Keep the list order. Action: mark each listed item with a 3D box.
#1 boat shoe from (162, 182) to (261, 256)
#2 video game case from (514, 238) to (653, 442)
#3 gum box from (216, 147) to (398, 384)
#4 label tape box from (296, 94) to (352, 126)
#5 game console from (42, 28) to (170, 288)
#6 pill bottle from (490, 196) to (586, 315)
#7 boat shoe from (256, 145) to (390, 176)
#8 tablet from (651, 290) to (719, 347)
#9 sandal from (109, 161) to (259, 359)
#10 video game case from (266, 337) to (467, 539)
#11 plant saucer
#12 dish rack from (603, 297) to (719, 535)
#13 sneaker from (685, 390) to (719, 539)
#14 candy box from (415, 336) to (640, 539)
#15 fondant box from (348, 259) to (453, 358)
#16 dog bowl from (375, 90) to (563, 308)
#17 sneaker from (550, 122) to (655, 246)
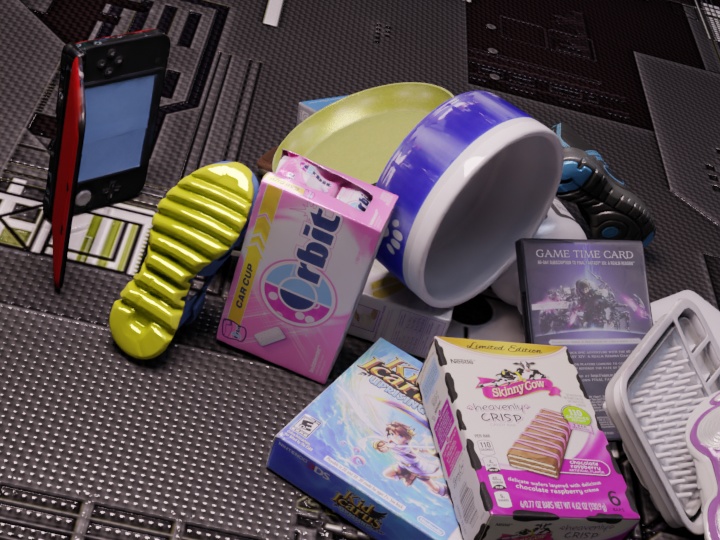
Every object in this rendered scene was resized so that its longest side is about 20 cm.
[{"bbox_3d":[-0.113,-0.058,1.204,0.199,0.066,0.075,3,38,34],"label":"boat shoe"},{"bbox_3d":[0.227,0.068,1.205,0.142,0.019,0.201,1,75,-22],"label":"video game case"},{"bbox_3d":[-0.050,-0.005,1.122,0.113,0.200,0.066,22,36,3],"label":"gum box"},{"bbox_3d":[0.039,-0.143,1.419,0.143,0.066,0.200,-13,34,-36],"label":"label tape box"},{"bbox_3d":[-0.238,-0.109,1.178,0.172,0.201,0.119,-21,52,-41],"label":"game console"},{"bbox_3d":[0.174,-0.034,1.326,0.115,0.116,0.200,-4,42,-27],"label":"pill bottle"},{"bbox_3d":[-0.030,-0.096,1.338,0.202,0.075,0.075,8,37,43],"label":"boat shoe"},{"bbox_3d":[0.342,0.082,1.335,0.199,0.014,0.130,-15,47,-37],"label":"tablet"},{"bbox_3d":[-0.157,-0.015,1.123,0.079,0.200,0.087,38,15,7],"label":"sandal"},{"bbox_3d":[0.050,0.163,1.082,0.200,0.046,0.181,31,37,17],"label":"video game case"},{"bbox_3d":[0.008,-0.126,1.249,0.199,0.031,0.200,-15,34,10],"label":"plant saucer"},{"bbox_3d":[0.300,0.138,1.167,0.200,0.043,0.172,-38,103,-48],"label":"dish rack"},{"bbox_3d":[0.334,0.199,1.109,0.075,0.100,0.201,-2,47,17],"label":"sneaker"},{"bbox_3d":[0.137,0.149,1.048,0.136,0.061,0.200,5,39,-19],"label":"candy box"},{"bbox_3d":[0.000,0.000,1.259,0.199,0.058,0.145,17,36,0],"label":"fondant box"},{"bbox_3d":[0.100,-0.067,1.173,0.200,0.201,0.079,-23,51,-41],"label":"dog bowl"},{"bbox_3d":[0.277,-0.093,1.410,0.200,0.073,0.082,43,31,-39],"label":"sneaker"}]
